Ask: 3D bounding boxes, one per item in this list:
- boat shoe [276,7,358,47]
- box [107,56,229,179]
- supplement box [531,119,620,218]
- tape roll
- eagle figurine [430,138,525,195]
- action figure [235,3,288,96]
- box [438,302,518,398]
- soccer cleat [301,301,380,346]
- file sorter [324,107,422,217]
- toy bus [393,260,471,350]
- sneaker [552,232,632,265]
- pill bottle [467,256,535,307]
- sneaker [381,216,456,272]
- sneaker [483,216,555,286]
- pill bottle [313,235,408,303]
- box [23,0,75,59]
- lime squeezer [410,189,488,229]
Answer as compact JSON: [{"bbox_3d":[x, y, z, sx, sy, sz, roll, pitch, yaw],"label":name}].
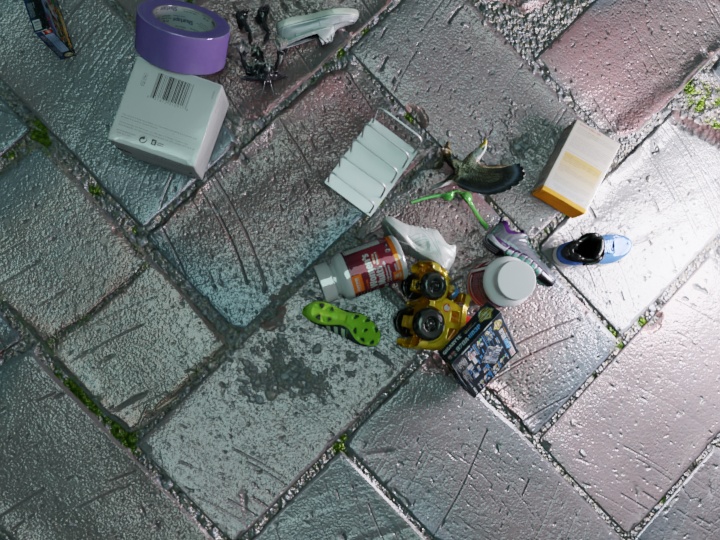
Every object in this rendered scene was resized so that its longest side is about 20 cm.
[{"bbox_3d":[-0.098,-0.577,1.455,0.200,0.070,0.072,-13,98,-3],"label":"boat shoe"},{"bbox_3d":[-0.427,-0.339,1.368,0.198,0.131,0.201,18,85,-4],"label":"box"},{"bbox_3d":[0.524,-0.246,1.479,0.126,0.074,0.201,30,84,-2],"label":"supplement box"},{"bbox_3d":[-0.396,-0.522,1.350,0.199,0.085,0.200,12,40,-10],"label":"tape roll"},{"bbox_3d":[0.274,-0.232,1.410,0.200,0.151,0.152,30,64,3],"label":"eagle figurine"},{"bbox_3d":[-0.235,-0.516,1.416,0.118,0.102,0.201,-13,85,-18],"label":"action figure"},{"bbox_3d":[0.272,0.185,1.370,0.159,0.200,0.046,-45,49,-7],"label":"box"},{"bbox_3d":[-0.042,0.121,1.405,0.200,0.081,0.068,28,74,-24],"label":"soccer cleat"},{"bbox_3d":[0.030,-0.253,1.408,0.139,0.125,0.200,36,84,-1],"label":"file sorter"},{"bbox_3d":[0.193,0.093,1.402,0.191,0.136,0.201,12,83,-18],"label":"toy bus"},{"bbox_3d":[0.576,-0.052,1.450,0.199,0.111,0.077,-5,86,-6],"label":"sneaker"},{"bbox_3d":[0.320,0.028,1.375,0.112,0.200,0.114,0,86,-5],"label":"pill bottle"},{"bbox_3d":[0.139,-0.072,1.440,0.200,0.070,0.080,35,68,-5],"label":"sneaker"},{"bbox_3d":[0.399,-0.046,1.455,0.200,0.074,0.088,36,78,-1],"label":"sneaker"},{"bbox_3d":[0.000,0.000,1.393,0.199,0.110,0.110,-20,88,-7],"label":"pill bottle"},{"bbox_3d":[-0.713,-0.598,1.357,0.038,0.137,0.201,-19,88,-5],"label":"box"},{"bbox_3d":[0.225,-0.166,1.471,0.199,0.038,0.071,17,115,-5],"label":"lime squeezer"}]
